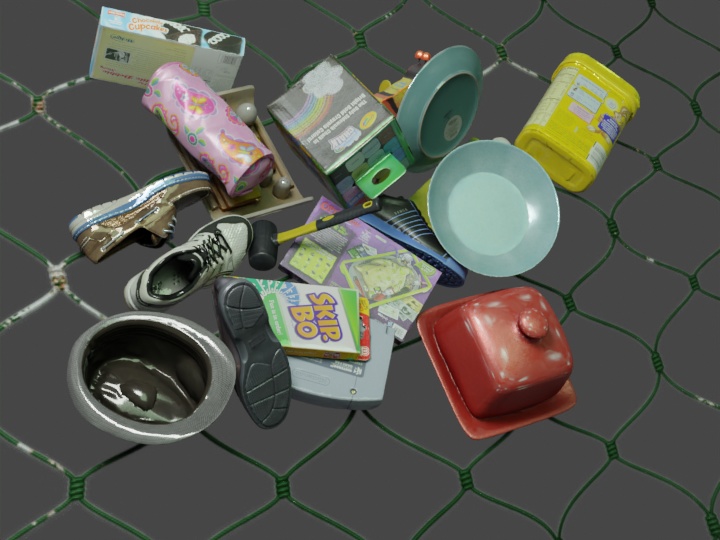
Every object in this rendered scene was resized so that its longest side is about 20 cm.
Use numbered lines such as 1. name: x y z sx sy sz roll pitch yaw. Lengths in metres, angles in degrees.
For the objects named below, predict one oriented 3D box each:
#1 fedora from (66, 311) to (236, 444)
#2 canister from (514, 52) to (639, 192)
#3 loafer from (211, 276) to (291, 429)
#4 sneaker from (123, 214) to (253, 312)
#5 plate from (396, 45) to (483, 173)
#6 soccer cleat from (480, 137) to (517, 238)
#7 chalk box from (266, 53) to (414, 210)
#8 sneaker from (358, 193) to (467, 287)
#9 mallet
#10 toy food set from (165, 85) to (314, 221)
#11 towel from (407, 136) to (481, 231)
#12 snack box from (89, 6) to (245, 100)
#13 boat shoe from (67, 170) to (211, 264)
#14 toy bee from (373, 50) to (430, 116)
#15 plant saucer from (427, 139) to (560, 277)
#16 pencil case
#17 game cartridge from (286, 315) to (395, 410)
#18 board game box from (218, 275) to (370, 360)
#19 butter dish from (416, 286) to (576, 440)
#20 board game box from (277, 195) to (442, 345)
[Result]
1. fedora: -0.252 0.142 1.363 0.198 0.091 0.178 16 53 1
2. canister: 0.347 -0.237 1.831 0.148 0.087 0.200 35 56 0
3. loafer: -0.136 0.097 1.405 0.072 0.063 0.201 -24 113 -25
4. sneaker: -0.206 -0.007 1.458 0.200 0.088 0.076 -40 97 -28
5. plate: 0.123 -0.231 1.672 0.025 0.201 0.200 31 49 32
6. soccer cleat: 0.194 -0.107 1.686 0.077 0.069 0.202 10 72 -26
7. chalk box: -0.013 -0.172 1.568 0.124 0.124 0.200 -39 60 -3
8. sneaker: 0.074 -0.055 1.623 0.199 0.070 0.078 32 62 -1
9. mallet: -0.064 -0.049 1.509 0.041 0.199 0.066 50 37 -45
10. toy food set: -0.169 -0.161 1.592 0.143 0.060 0.201 -19 70 -30
11. towel: 0.150 -0.124 1.728 0.086 0.018 0.200 40 55 8
12. snack box: -0.272 -0.298 1.595 0.198 0.116 0.037 10 58 -17
13. boat shoe: -0.277 -0.065 1.492 0.199 0.072 0.073 -26 79 -20
14. toy bee: 0.077 -0.273 1.728 0.130 0.110 0.200 10 32 38
15. plant saucer: 0.186 -0.085 1.629 0.199 0.039 0.203 4 75 -13
16. pencil case: -0.207 -0.190 1.530 0.200 0.088 0.087 44 55 10
17. game cartridge: -0.060 0.107 1.487 0.198 0.042 0.134 17 61 -6
18. board game box: -0.082 0.063 1.473 0.198 0.030 0.096 7 59 -14
19. butter dish: 0.206 0.099 1.541 0.199 0.148 0.201 -13 66 -27
20. board game box: 0.000 0.000 1.570 0.199 0.032 0.121 33 74 -2
